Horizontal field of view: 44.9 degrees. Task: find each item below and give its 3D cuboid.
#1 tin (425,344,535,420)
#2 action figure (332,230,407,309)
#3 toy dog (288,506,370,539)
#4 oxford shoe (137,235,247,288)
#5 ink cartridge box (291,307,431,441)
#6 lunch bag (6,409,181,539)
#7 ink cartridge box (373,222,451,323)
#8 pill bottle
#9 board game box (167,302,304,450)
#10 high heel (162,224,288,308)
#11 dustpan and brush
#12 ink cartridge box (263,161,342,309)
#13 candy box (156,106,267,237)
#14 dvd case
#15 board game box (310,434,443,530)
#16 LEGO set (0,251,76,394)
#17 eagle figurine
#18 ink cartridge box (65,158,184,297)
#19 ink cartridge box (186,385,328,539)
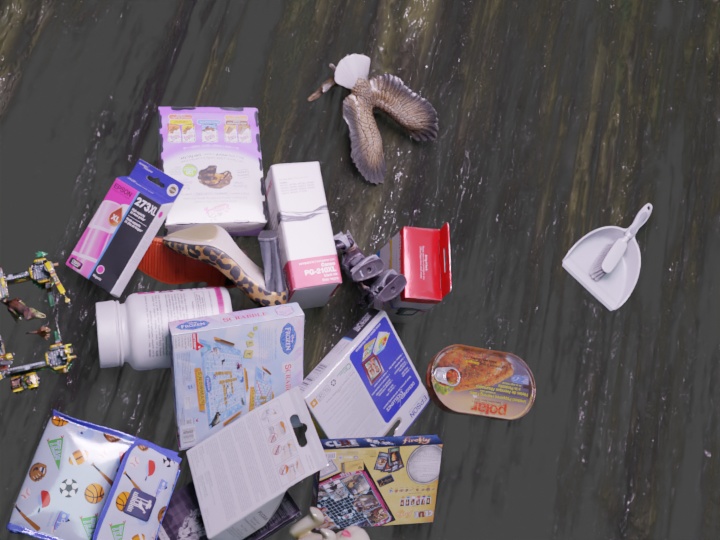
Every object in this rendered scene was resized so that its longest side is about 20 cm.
[{"bbox_3d":[0.202,0.192,1.469,0.195,0.042,0.115,12,67,-18],"label":"tin"},{"bbox_3d":[0.000,0.000,1.388,0.069,0.200,0.131,-39,106,-9],"label":"action figure"},{"bbox_3d":[-0.056,0.449,1.264,0.196,0.139,0.199,-16,96,-21],"label":"toy dog"},{"bbox_3d":[-0.275,-0.022,1.387,0.195,0.073,0.073,14,29,-3],"label":"oxford shoe"},{"bbox_3d":[0.007,0.200,1.382,0.198,0.046,0.202,-46,126,-27],"label":"ink cartridge box"},{"bbox_3d":[-0.366,0.310,1.216,0.196,0.124,0.173,22,68,-11],"label":"lunch bag"},{"bbox_3d":[0.080,0.005,1.403,0.066,0.200,0.119,4,72,-16],"label":"ink cartridge box"},{"bbox_3d":[-0.295,0.088,1.311,0.195,0.113,0.116,-4,75,-18],"label":"pill bottle"},{"bbox_3d":[-0.182,0.157,1.298,0.195,0.041,0.204,-7,119,-19],"label":"board game box"},{"bbox_3d":[-0.206,0.008,1.322,0.195,0.146,0.072,4,29,17],"label":"high heel"},{"bbox_3d":[0.481,-0.046,1.619,0.139,0.057,0.201,41,67,-2],"label":"dustpan and brush"},{"bbox_3d":[-0.099,-0.053,1.396,0.082,0.145,0.205,-7,76,-16],"label":"ink cartridge box"},{"bbox_3d":[-0.245,-0.160,1.424,0.163,0.072,0.205,-2,74,-17],"label":"candy box"},{"bbox_3d":[-0.204,0.355,1.266,0.197,0.016,0.149,-28,47,-22],"label":"dvd case"},{"bbox_3d":[0.024,0.326,1.344,0.195,0.035,0.139,1,106,-17],"label":"board game box"},{"bbox_3d":[-0.492,0.066,1.254,0.150,0.116,0.205,-4,75,-18],"label":"LEGO set"},{"bbox_3d":[0.026,-0.278,1.517,0.150,0.152,0.202,-26,77,-42],"label":"eagle figurine"},{"bbox_3d":[-0.361,-0.070,1.339,0.093,0.037,0.203,28,82,16],"label":"ink cartridge box"},{"bbox_3d":[-0.145,0.280,1.253,0.197,0.048,0.161,-30,43,0],"label":"ink cartridge box"}]
